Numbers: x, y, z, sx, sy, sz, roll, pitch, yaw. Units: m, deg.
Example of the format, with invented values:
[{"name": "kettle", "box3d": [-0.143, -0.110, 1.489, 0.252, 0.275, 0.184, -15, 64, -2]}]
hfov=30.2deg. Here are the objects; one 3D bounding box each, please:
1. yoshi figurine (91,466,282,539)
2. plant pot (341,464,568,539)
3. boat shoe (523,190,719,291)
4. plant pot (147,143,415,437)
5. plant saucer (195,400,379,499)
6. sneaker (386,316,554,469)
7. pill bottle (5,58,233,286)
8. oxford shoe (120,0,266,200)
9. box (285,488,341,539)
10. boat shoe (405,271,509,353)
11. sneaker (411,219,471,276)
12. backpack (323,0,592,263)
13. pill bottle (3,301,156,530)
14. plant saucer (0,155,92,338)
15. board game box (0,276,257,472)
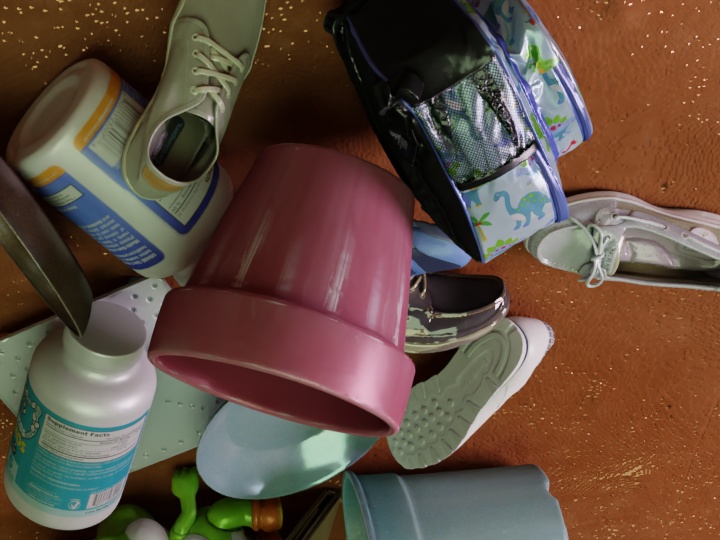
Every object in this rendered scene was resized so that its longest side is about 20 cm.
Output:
[{"name": "yoshi figurine", "box3d": [-0.182, 0.262, 1.344, 0.198, 0.113, 0.112, -7, 163, -15]}, {"name": "plant pot", "box3d": [0.095, 0.281, 1.320, 0.194, 0.201, 0.201, -9, 128, -10]}, {"name": "boat shoe", "box3d": [0.244, -0.018, 1.171, 0.200, 0.065, 0.075, 8, 126, -11]}, {"name": "plant pot", "box3d": [-0.042, 0.011, 1.008, 0.198, 0.180, 0.200, 15, 166, 4]}, {"name": "plant saucer", "box3d": [-0.065, 0.139, 1.256, 0.200, 0.039, 0.202, -17, 139, -15]}, {"name": "sneaker", "box3d": [0.104, 0.118, 1.256, 0.200, 0.077, 0.080, -45, 158, 29]}, {"name": "pill bottle", "box3d": [-0.173, -0.065, 1.066, 0.112, 0.112, 0.200, -35, 123, 20]}, {"name": "oxford shoe", "box3d": [-0.115, -0.144, 0.990, 0.075, 0.058, 0.201, 27, 82, -32]}, {"name": "box", "box3d": [-0.083, 0.342, 1.363, 0.021, 0.164, 0.201, 25, 127, 13]}, {"name": "boat shoe", "box3d": [0.034, 0.027, 1.180, 0.198, 0.075, 0.074, -8, 127, 0]}, {"name": "sneaker", "box3d": [0.000, 0.000, 1.124, 0.198, 0.083, 0.074, -4, 165, 17]}, {"name": "backpack", "box3d": [0.087, -0.119, 1.005, 0.146, 0.183, 0.201, -28, 124, 0]}, {"name": "pill bottle", "box3d": [-0.244, 0.124, 1.172, 0.110, 0.111, 0.201, 13, 125, -15]}, {"name": "plant saucer", "box3d": [-0.268, -0.036, 1.046, 0.032, 0.200, 0.201, -36, 128, -15]}, {"name": "board game box", "box3d": [-0.226, 0.103, 1.243, 0.199, 0.026, 0.201, -22, 127, 11]}]
